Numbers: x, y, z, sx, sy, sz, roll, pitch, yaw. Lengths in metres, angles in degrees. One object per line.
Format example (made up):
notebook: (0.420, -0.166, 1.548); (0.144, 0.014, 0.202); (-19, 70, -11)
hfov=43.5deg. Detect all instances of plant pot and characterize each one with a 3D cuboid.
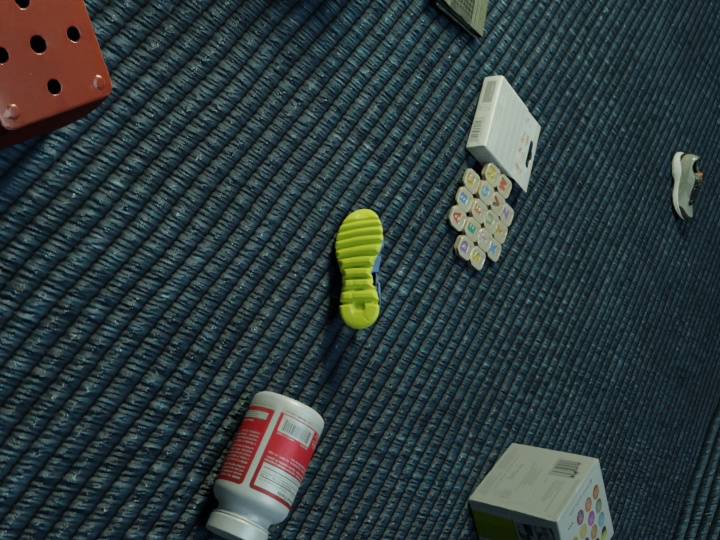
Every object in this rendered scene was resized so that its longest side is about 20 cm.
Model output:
plant pot: (-0.373, -0.217, 0.914); (0.200, 0.176, 0.200); (-35, 117, -44)

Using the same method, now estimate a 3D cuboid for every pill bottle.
pill bottle: (-0.137, 0.282, 1.271); (0.112, 0.112, 0.200); (46, 58, -41)

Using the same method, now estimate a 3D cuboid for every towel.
towel: (0.187, -0.563, 1.700); (0.192, 0.034, 0.200); (25, 70, -51)

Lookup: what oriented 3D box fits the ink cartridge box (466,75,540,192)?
ink cartridge box: (0.293, -0.272, 1.827); (0.200, 0.050, 0.161); (37, 63, -50)

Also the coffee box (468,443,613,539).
coffee box: (0.367, 0.498, 1.822); (0.200, 0.200, 0.198); (-38, 120, -43)

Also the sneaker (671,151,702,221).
sneaker: (0.935, -0.238, 2.577); (0.074, 0.079, 0.201); (-23, 110, -50)

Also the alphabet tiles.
alphabet tiles: (0.242, -0.106, 1.775); (0.196, 0.015, 0.200); (36, 71, -45)

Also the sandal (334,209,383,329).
sandal: (0.000, 0.000, 1.468); (0.087, 0.079, 0.200); (59, 35, -76)
